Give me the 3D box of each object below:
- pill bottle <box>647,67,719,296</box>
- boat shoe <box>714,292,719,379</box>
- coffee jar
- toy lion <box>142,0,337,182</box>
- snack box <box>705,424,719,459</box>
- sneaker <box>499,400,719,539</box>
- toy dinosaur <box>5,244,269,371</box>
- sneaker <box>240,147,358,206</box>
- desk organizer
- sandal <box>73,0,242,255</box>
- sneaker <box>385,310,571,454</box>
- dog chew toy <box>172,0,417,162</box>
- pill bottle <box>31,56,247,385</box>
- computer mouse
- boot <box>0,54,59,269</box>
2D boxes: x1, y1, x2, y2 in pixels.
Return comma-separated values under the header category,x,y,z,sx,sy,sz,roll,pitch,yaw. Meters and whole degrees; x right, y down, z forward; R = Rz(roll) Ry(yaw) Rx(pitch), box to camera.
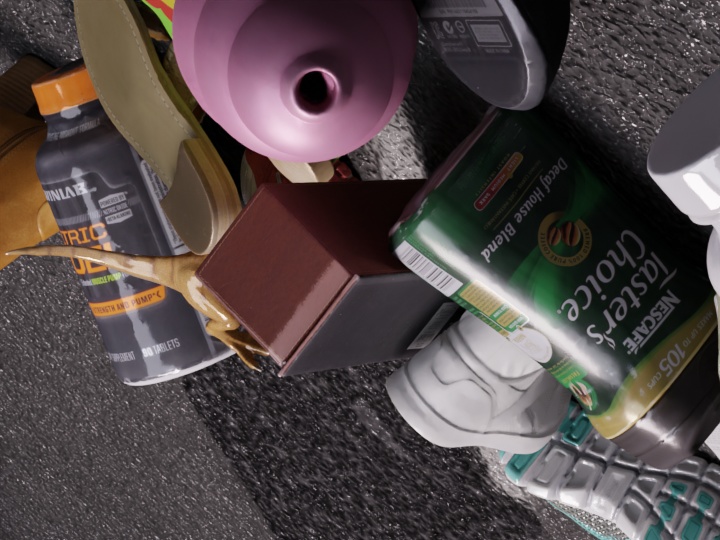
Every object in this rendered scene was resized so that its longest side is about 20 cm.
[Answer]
category,x,y,z,sx,sy,sz,roll,pitch,yaw
pill bottle,0.226,-0.005,1.323,0.200,0.120,0.120,45,158,-16
boat shoe,0.210,0.028,1.473,0.072,0.062,0.200,23,144,38
coffee jar,0.119,0.009,1.554,0.200,0.104,0.085,40,160,-3
toy lion,-0.087,-0.158,1.636,0.191,0.069,0.200,34,160,33
snack box,0.255,0.093,1.603,0.072,0.024,0.200,49,157,-18
sneaker,0.182,0.146,1.795,0.200,0.078,0.091,33,174,26
toy dinosaur,-0.092,0.005,1.723,0.199,0.061,0.106,9,156,27
sneaker,-0.041,-0.016,1.810,0.082,0.078,0.200,28,156,30
desk organizer,0.000,0.000,1.622,0.077,0.072,0.200,45,-159,19
sandal,-0.101,-0.100,1.747,0.212,0.069,0.078,62,146,28
sneaker,0.103,0.044,1.688,0.074,0.116,0.200,50,-161,14
dog chew toy,-0.029,-0.108,1.433,0.125,0.124,0.200,46,-172,-15
pill bottle,-0.137,-0.038,1.838,0.106,0.106,0.201,-4,110,61
computer mouse,0.051,-0.170,1.391,0.138,0.053,0.200,12,134,54
boot,-0.196,-0.043,1.922,0.201,0.144,0.071,32,159,19
